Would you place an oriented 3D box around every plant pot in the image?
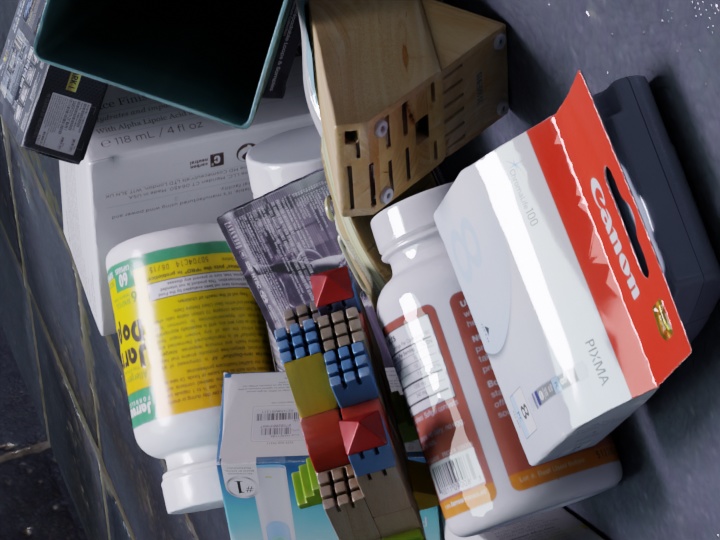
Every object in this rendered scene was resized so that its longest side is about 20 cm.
[{"bbox_3d":[-0.100,-0.200,1.419,0.200,0.141,0.142,-67,-4,-71],"label":"plant pot"}]

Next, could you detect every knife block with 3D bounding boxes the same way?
[{"bbox_3d":[-0.006,-0.126,1.353,0.175,0.200,0.064,21,133,33],"label":"knife block"}]

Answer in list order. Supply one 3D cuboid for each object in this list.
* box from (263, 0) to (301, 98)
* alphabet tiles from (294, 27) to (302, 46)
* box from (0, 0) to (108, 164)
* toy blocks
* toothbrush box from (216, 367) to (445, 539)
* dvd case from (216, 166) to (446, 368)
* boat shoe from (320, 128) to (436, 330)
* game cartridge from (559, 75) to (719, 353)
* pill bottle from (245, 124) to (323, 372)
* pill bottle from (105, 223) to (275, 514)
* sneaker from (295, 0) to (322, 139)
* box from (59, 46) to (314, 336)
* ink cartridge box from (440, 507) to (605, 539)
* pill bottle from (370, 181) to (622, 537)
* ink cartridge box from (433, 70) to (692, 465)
[{"bbox_3d":[-0.110,-0.230,1.623,0.200,0.036,0.143,34,116,34],"label":"box"},{"bbox_3d":[-0.098,-0.236,1.640,0.200,0.006,0.167,-11,86,43],"label":"alphabet tiles"},{"bbox_3d":[-0.204,-0.192,1.596,0.201,0.051,0.158,-69,23,11],"label":"box"},{"bbox_3d":[-0.010,0.080,1.371,0.137,0.100,0.201,70,-175,-53],"label":"toy blocks"},{"bbox_3d":[-0.015,0.164,1.542,0.200,0.146,0.086,85,-175,-46],"label":"toothbrush box"},{"bbox_3d":[0.000,0.000,1.508,0.200,0.016,0.149,-22,96,44],"label":"dvd case"},{"bbox_3d":[0.021,-0.012,1.428,0.063,0.073,0.201,-7,116,55],"label":"boat shoe"},{"bbox_3d":[0.137,-0.011,1.216,0.200,0.040,0.134,127,129,-71],"label":"game cartridge"},{"bbox_3d":[-0.018,0.001,1.614,0.114,0.113,0.201,-142,38,-64],"label":"pill bottle"},{"bbox_3d":[-0.119,0.074,1.650,0.113,0.112,0.201,140,121,-73],"label":"pill bottle"},{"bbox_3d":[-0.004,-0.153,1.486,0.082,0.074,0.201,137,116,-78],"label":"sneaker"},{"bbox_3d":[-0.131,-0.077,1.756,0.200,0.198,0.131,92,159,-46],"label":"box"},{"bbox_3d":[0.123,0.221,1.428,0.200,0.068,0.116,-147,45,-66],"label":"ink cartridge box"},{"bbox_3d":[0.076,0.051,1.344,0.112,0.112,0.201,134,119,-72],"label":"pill bottle"},{"bbox_3d":[0.104,0.005,1.195,0.200,0.047,0.161,116,135,-70],"label":"ink cartridge box"}]
